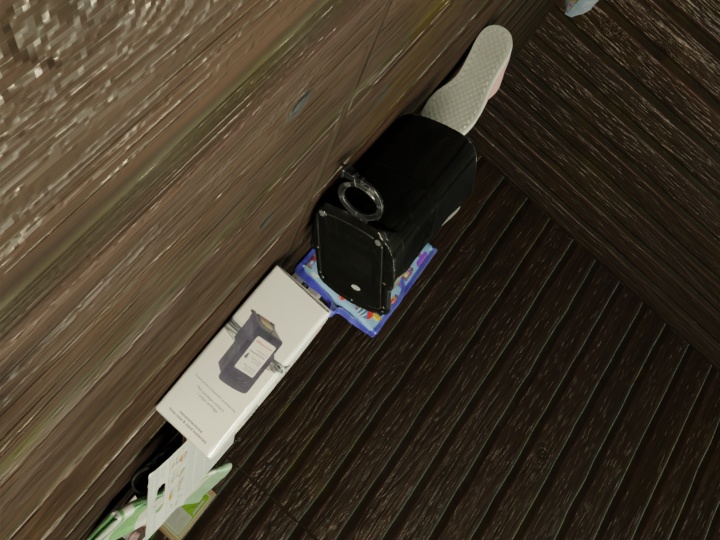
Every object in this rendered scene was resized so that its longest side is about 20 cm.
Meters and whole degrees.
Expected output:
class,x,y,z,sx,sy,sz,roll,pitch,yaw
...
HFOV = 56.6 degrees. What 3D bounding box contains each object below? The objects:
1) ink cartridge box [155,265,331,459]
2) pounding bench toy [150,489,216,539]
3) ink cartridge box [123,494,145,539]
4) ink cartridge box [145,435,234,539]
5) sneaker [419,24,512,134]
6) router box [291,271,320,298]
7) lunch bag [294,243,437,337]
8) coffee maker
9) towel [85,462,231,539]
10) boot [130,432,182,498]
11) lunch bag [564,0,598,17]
class,x,y,z,sx,sy,sz,roll,pitch,yaw
ink cartridge box,-0.130,0.106,0.775,0.201,0.084,0.145,-50,179,-13
pounding bench toy,-0.449,0.563,1.534,0.201,0.124,0.156,-50,179,-30
ink cartridge box,-0.389,0.434,1.249,0.118,0.067,0.201,-51,-179,37
ink cartridge box,-0.243,0.250,0.935,0.200,0.049,0.165,-44,157,-47
sneaker,0.154,-0.255,0.992,0.203,0.074,0.105,-55,174,1
router box,-0.121,0.073,1.026,0.180,0.049,0.200,-52,179,36
lunch bag,0.000,0.000,1.004,0.201,0.150,0.094,-50,180,-39
coffee maker,0.048,-0.082,0.759,0.201,0.134,0.193,-51,179,-32
towel,-0.311,0.365,1.039,0.197,0.024,0.153,-10,152,-46
boot,-0.277,0.286,1.060,0.200,0.068,0.131,-45,175,-32
lunch bag,0.608,-0.776,1.722,0.204,0.125,0.170,-60,-178,-5
